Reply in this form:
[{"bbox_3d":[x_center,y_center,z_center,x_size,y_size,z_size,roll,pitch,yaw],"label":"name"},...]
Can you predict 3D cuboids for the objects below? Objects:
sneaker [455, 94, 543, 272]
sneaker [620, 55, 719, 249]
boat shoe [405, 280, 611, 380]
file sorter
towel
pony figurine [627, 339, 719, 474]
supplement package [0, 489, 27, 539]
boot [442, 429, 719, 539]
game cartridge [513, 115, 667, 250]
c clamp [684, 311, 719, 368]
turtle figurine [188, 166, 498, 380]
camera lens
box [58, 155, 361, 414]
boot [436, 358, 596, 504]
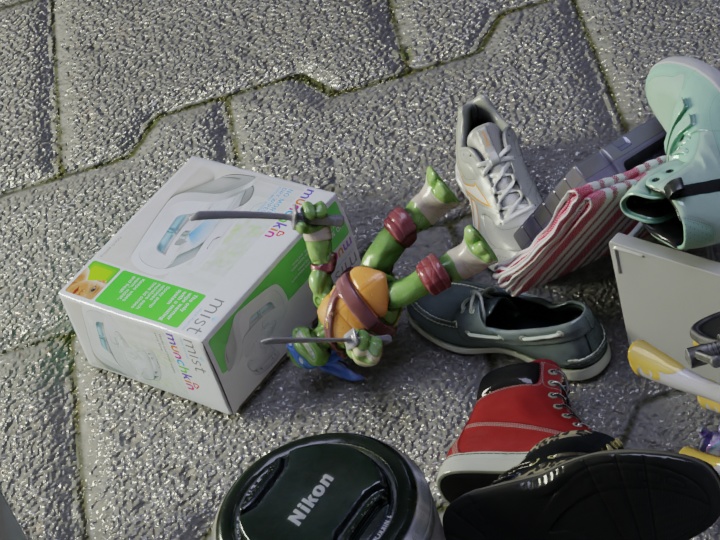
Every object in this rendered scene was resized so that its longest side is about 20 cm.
[{"bbox_3d":[0.121,-0.076,1.923,0.075,0.092,0.200,-21,42,-3],"label":"sneaker"},{"bbox_3d":[0.243,-0.094,1.687,0.118,0.074,0.201,-14,43,-17],"label":"sneaker"},{"bbox_3d":[0.119,0.034,1.825,0.199,0.062,0.073,18,54,35],"label":"boat shoe"},{"bbox_3d":[0.320,0.018,1.712,0.199,0.139,0.125,18,50,35],"label":"file sorter"},{"bbox_3d":[0.211,-0.052,1.789,0.199,0.146,0.030,-23,72,-37],"label":"towel"},{"bbox_3d":[0.307,0.124,1.585,0.166,0.194,0.200,-38,25,-25],"label":"pony figurine"},{"bbox_3d":[-0.376,0.254,1.702,0.151,0.151,0.200,17,52,35],"label":"supplement package"},{"bbox_3d":[0.174,0.148,1.531,0.203,0.074,0.154,-14,6,28],"label":"boot"},{"bbox_3d":[0.230,-0.089,1.849,0.200,0.130,0.038,-31,82,-33],"label":"game cartridge"},{"bbox_3d":[0.312,0.035,1.513,0.199,0.027,0.171,-16,6,-7],"label":"c clamp"},{"bbox_3d":[0.000,0.000,1.781,0.194,0.200,0.144,-36,30,6],"label":"turtle figurine"},{"bbox_3d":[-0.010,0.228,1.555,0.159,0.201,0.160,-10,42,9],"label":"camera lens"},{"bbox_3d":[-0.130,0.011,1.921,0.176,0.097,0.200,16,51,37],"label":"box"},{"bbox_3d":[0.171,0.125,1.703,0.199,0.073,0.145,2,43,28],"label":"boot"}]
